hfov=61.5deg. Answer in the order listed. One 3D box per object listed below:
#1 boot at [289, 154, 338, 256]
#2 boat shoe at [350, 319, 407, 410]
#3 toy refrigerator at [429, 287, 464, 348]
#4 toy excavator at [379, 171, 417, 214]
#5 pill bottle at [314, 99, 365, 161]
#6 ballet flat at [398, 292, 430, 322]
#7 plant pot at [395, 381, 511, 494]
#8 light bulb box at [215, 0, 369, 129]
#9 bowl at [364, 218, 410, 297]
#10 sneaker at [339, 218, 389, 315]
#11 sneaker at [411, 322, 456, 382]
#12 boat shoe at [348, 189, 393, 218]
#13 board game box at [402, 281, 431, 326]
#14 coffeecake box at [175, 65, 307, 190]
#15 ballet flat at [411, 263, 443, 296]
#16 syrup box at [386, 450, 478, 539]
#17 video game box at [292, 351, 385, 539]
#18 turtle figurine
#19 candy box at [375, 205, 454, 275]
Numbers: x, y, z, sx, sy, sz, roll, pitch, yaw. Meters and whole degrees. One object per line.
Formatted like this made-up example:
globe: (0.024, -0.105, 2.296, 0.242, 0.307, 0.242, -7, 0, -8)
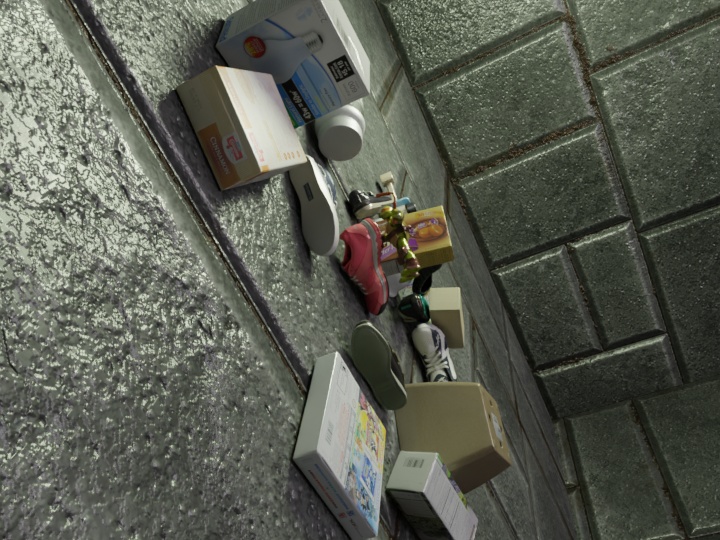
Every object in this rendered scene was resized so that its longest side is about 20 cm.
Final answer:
boot: (-0.066, -0.114, 1.111, 0.090, 0.072, 0.203, 19, 52, -60)
boat shoe: (0.032, 0.167, 1.114, 0.061, 0.071, 0.203, -88, 159, -59)
toy refrigerator: (0.220, 0.121, 1.532, 0.201, 0.075, 0.071, 71, 21, -53)
toy excavator: (0.100, -0.161, 1.644, 0.200, 0.099, 0.197, -92, 160, -75)
pill bottle: (-0.047, -0.344, 1.348, 0.114, 0.113, 0.202, 50, 26, -45)
ballet flat: (0.125, 0.089, 1.447, 0.200, 0.067, 0.069, 43, 30, -72)
plant pot: (0.192, 0.332, 1.224, 0.200, 0.175, 0.202, 47, 28, -49)
light bulb box: (-0.111, -0.378, 1.062, 0.199, 0.198, 0.126, 54, 25, -38)
bowl: (0.083, -0.045, 1.448, 0.202, 0.089, 0.203, 55, 22, -36)
sneaker: (0.000, 0.000, 1.217, 0.074, 0.086, 0.203, 26, -51, 59)
sneaker: (0.185, 0.231, 1.462, 0.130, 0.078, 0.201, -99, 170, -56)
boat shoe: (0.026, -0.167, 1.443, 0.063, 0.072, 0.200, 59, 22, 3)
board game box: (0.167, 0.085, 1.641, 0.136, 0.034, 0.200, 65, 19, -14)
coffeecake box: (-0.171, -0.216, 0.918, 0.155, 0.072, 0.200, 67, 18, -8)
ballet flat: (0.160, 0.020, 1.459, 0.067, 0.056, 0.201, -57, 165, -21)
syrup box: (0.131, 0.417, 1.076, 0.201, 0.078, 0.082, 59, 42, -27)
video game box: (-0.023, 0.254, 0.894, 0.183, 0.046, 0.201, 59, 21, -25)
turtle figurine: (0.072, -0.061, 1.205, 0.200, 0.064, 0.163, 124, -51, -66)
candy box: (0.094, -0.059, 1.310, 0.057, 0.197, 0.118, 69, 12, -52)
